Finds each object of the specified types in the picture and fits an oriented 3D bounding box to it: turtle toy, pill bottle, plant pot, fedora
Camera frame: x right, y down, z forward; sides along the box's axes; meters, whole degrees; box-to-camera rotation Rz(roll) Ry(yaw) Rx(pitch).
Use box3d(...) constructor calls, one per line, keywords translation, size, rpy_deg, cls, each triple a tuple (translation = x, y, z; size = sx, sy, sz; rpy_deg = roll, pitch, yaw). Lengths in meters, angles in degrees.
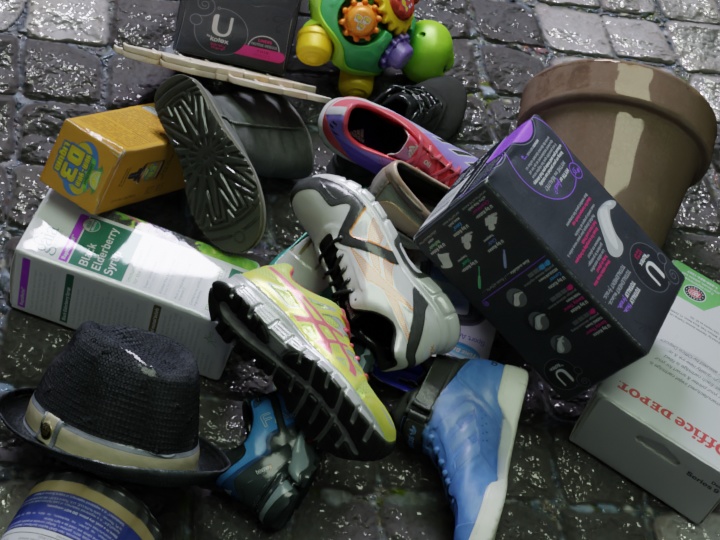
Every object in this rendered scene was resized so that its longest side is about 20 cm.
box3d(translation=(0.019, -0.257, 1.513), size=(0.200, 0.100, 0.147), rpy_deg=(34, 55, -46), cls="turtle toy")
box3d(translation=(-0.229, 0.251, 1.040), size=(0.111, 0.112, 0.201), rpy_deg=(24, 50, 3), cls="pill bottle")
box3d(translation=(0.238, -0.081, 1.423), size=(0.198, 0.201, 0.176), rpy_deg=(17, 65, -3), cls="plant pot")
box3d(translation=(-0.183, 0.094, 1.132), size=(0.198, 0.093, 0.201), rpy_deg=(16, 6, -2), cls="fedora")

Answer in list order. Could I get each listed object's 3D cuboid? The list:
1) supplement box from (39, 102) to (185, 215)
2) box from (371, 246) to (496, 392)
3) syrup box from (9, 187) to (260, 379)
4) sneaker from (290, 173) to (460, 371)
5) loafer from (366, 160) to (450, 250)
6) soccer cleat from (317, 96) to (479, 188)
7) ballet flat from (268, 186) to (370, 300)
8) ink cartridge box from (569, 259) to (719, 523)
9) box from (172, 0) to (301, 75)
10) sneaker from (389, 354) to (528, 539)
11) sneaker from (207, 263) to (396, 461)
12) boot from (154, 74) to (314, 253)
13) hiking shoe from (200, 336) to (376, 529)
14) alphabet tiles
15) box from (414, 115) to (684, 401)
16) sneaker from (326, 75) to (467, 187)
box3d(translation=(-0.204, -0.105, 1.307), size=(0.068, 0.067, 0.200), rpy_deg=(31, 18, 8), cls="supplement box")
box3d(translation=(0.072, 0.031, 1.361), size=(0.118, 0.042, 0.201), rpy_deg=(21, 47, -1), cls="box")
box3d(translation=(-0.197, 0.012, 1.264), size=(0.198, 0.082, 0.079), rpy_deg=(21, 48, -2), cls="syrup box")
box3d(translation=(0.000, 0.000, 1.255), size=(0.080, 0.074, 0.200), rpy_deg=(-29, 71, -36), cls="sneaker")
box3d(translation=(0.097, -0.037, 1.346), size=(0.198, 0.063, 0.072), rpy_deg=(25, 45, -10), cls="loafer")
box3d(translation=(0.054, -0.103, 1.367), size=(0.199, 0.073, 0.069), rpy_deg=(27, 86, -14), cls="soccer cleat")
box3d(translation=(-0.036, -0.016, 1.345), size=(0.067, 0.071, 0.200), rpy_deg=(35, 51, 11), cls="ballet flat")
box3d(translation=(0.301, 0.108, 1.340), size=(0.145, 0.084, 0.200), rpy_deg=(32, 50, 11), cls="ink cartridge box")
box3d(translation=(-0.118, -0.311, 1.517), size=(0.121, 0.107, 0.201), rpy_deg=(12, 41, -6), cls="box")
box3d(translation=(0.072, 0.160, 1.236), size=(0.110, 0.077, 0.202), rpy_deg=(12, 59, 6), cls="sneaker")
box3d(translation=(-0.031, 0.066, 1.186), size=(0.090, 0.078, 0.200), rpy_deg=(-30, 72, -40), cls="sneaker")
box3d(translation=(-0.099, -0.097, 1.348), size=(0.072, 0.200, 0.184), rpy_deg=(-23, 79, 16), cls="boot")
box3d(translation=(-0.054, 0.118, 1.228), size=(0.086, 0.075, 0.200), rpy_deg=(30, 50, 7), cls="hiking shoe")
box3d(translation=(-0.133, -0.192, 1.405), size=(0.194, 0.015, 0.199), rpy_deg=(18, 9, 32), cls="alphabet tiles")
box3d(translation=(0.164, -0.010, 1.259), size=(0.200, 0.106, 0.122), rpy_deg=(46, 44, -6), cls="box")
box3d(translation=(0.049, -0.151, 1.468), size=(0.076, 0.091, 0.200), rpy_deg=(35, 49, 15), cls="sneaker")
